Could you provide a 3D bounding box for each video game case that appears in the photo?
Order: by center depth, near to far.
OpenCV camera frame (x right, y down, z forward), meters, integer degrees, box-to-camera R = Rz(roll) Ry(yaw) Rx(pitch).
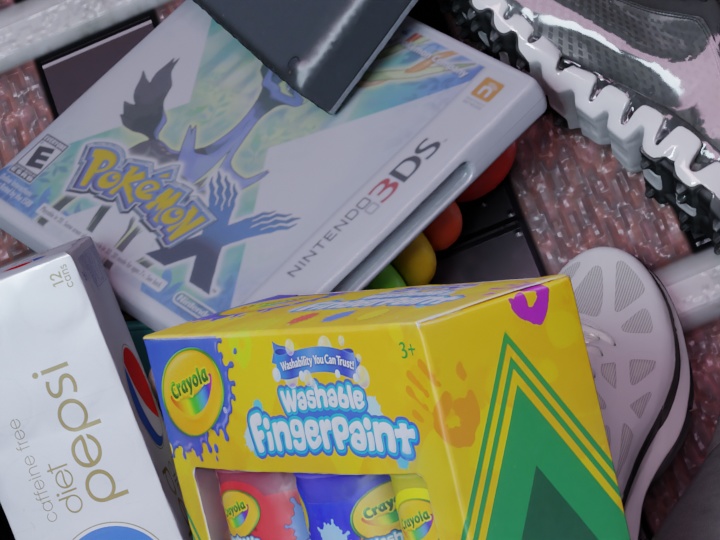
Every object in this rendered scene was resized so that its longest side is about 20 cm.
[{"bbox_3d":[-0.047,-0.052,1.270,0.182,0.022,0.200,-44,45,-16],"label":"video game case"}]

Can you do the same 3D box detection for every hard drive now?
[{"bbox_3d":[0.004,-0.183,1.277,0.200,0.033,0.140,-53,45,6],"label":"hard drive"}]

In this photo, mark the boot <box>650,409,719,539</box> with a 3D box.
[{"bbox_3d":[0.186,0.105,1.127,0.181,0.073,0.200,-7,27,31],"label":"boot"}]

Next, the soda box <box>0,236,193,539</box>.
[{"bbox_3d":[-0.110,0.092,1.213,0.068,0.064,0.201,-20,95,5],"label":"soda box"}]

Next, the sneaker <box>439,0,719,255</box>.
[{"bbox_3d":[0.117,-0.099,1.283,0.200,0.067,0.091,41,80,19],"label":"sneaker"}]

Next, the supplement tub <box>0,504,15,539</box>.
[{"bbox_3d":[-0.247,0.110,1.261,0.199,0.107,0.108,-8,68,10],"label":"supplement tub"}]

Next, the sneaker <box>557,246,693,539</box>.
[{"bbox_3d":[0.080,0.044,1.180,0.075,0.116,0.201,-6,45,23],"label":"sneaker"}]

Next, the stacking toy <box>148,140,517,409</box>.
[{"bbox_3d":[0.000,0.000,1.266,0.085,0.085,0.200,34,75,22],"label":"stacking toy"}]

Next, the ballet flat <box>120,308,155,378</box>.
[{"bbox_3d":[-0.167,0.028,1.305,0.198,0.068,0.068,-8,49,4],"label":"ballet flat"}]

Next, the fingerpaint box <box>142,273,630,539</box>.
[{"bbox_3d":[0.011,0.093,1.085,0.073,0.200,0.168,-17,97,-32],"label":"fingerpaint box"}]
